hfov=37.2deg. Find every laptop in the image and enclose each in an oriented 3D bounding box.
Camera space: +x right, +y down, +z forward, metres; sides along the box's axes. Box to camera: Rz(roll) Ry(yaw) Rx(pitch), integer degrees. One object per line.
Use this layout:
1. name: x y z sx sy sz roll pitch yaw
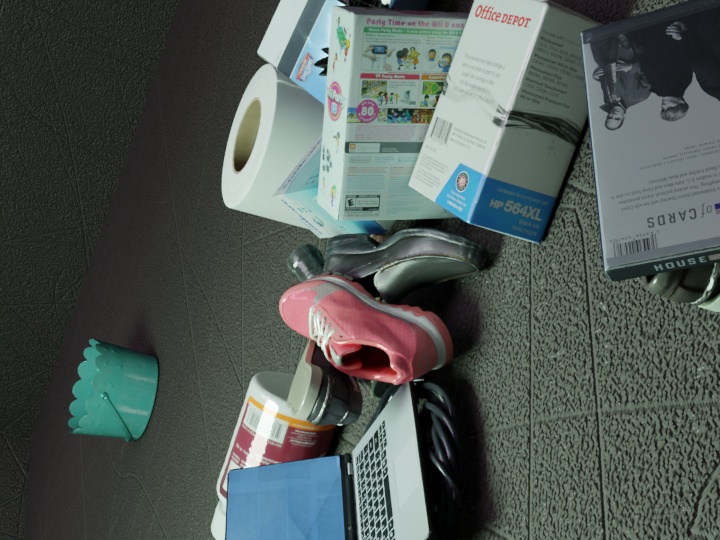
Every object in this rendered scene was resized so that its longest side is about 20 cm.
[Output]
1. laptop: -0.036 0.214 0.998 0.200 0.116 0.187 -57 24 33

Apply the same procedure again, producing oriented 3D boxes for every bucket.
1. bucket: -0.502 0.247 2.176 0.207 0.135 0.207 -48 34 49

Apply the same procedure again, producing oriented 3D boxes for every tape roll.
1. tape roll: -0.091 -0.165 1.455 0.203 0.139 0.203 -166 90 -68

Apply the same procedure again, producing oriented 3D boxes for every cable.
1. cable: 0.055 0.183 1.032 0.200 0.051 0.163 -5 67 70

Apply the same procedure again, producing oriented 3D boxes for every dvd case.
1. dvd case: 0.227 -0.097 0.706 0.150 0.025 0.200 -12 59 23

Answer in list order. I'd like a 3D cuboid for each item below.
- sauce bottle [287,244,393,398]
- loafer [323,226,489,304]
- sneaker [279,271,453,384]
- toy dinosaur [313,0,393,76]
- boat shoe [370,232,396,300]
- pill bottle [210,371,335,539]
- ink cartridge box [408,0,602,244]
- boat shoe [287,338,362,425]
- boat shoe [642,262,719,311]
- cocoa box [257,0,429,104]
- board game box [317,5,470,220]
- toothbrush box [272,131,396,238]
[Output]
1. sauce bottle: -0.015 0.048 1.157 0.200 0.065 0.065 53 129 33
2. loafer: 0.041 0.004 1.077 0.200 0.073 0.072 -6 59 45
3. sneaker: -0.013 0.058 1.041 0.200 0.087 0.074 15 122 33
4. toy dinosaur: 0.030 -0.241 1.171 0.200 0.136 0.102 -20 59 36
5. boat shoe: 0.000 0.000 1.236 0.200 0.064 0.071 -40 41 54
6. pill bottle: -0.104 0.232 1.277 0.200 0.114 0.114 -71 23 12
7. ink cartridge box: 0.135 -0.145 0.980 0.200 0.084 0.146 -70 23 12
8. boat shoe: -0.035 0.118 1.084 0.200 0.063 0.073 -130 59 -83
9. boat shoe: 0.225 -0.071 0.746 0.072 0.060 0.201 123 154 -60
10. cocoa box: -0.009 -0.320 1.305 0.133 0.131 0.200 -39 -16 -52
11. board game box: 0.042 -0.154 1.058 0.064 0.147 0.200 -137 49 -61
12. toothbrush box: 0.001 -0.118 1.215 0.146 0.085 0.200 -54 19 -15
